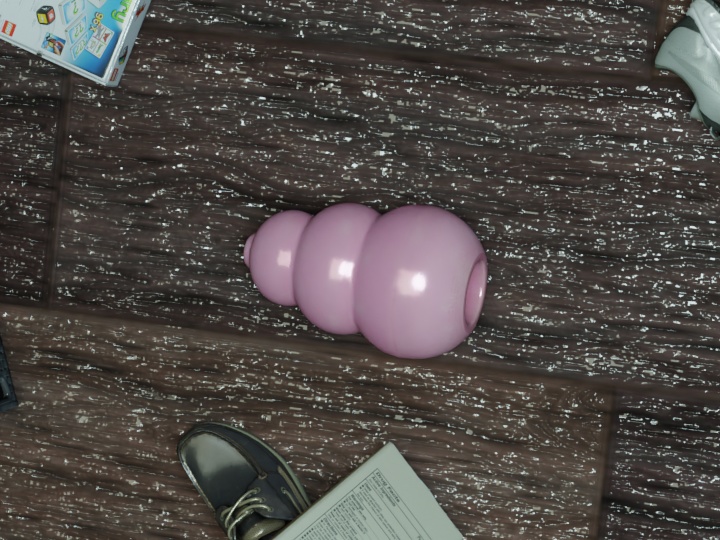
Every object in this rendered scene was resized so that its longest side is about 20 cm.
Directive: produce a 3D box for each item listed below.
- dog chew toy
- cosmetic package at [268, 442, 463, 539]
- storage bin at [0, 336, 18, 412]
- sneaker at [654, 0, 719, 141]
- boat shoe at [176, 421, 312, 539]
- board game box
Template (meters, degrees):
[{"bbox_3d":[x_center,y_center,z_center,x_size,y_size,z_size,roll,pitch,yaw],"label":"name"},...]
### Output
[{"bbox_3d":[0.000,0.000,1.588,0.198,0.124,0.126,11,96,18],"label":"dog chew toy"},{"bbox_3d":[-0.022,0.239,1.565,0.106,0.199,0.071,53,142,3],"label":"cosmetic package"},{"bbox_3d":[-0.408,0.100,1.658,0.198,0.135,0.095,-14,91,11],"label":"storage bin"},{"bbox_3d":[0.314,-0.123,1.547,0.079,0.074,0.200,-44,79,20],"label":"sneaker"},{"bbox_3d":[-0.078,0.205,1.634,0.200,0.073,0.075,44,100,5],"label":"boat shoe"},{"bbox_3d":[-0.228,-0.273,1.653,0.125,0.035,0.201,25,98,9],"label":"board game box"}]
